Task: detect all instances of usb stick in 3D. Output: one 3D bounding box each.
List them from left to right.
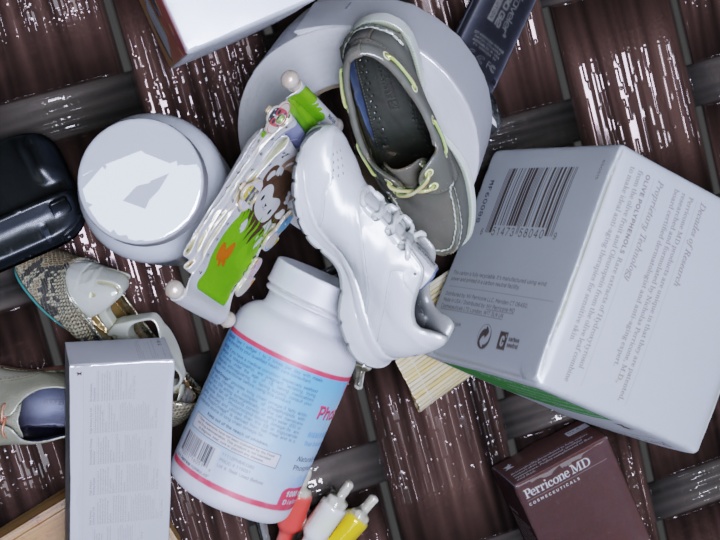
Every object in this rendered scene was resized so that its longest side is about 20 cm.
[{"bbox_3d":[0.123,-0.232,1.075,0.055,0.033,0.200,35,63,-20],"label":"usb stick"}]

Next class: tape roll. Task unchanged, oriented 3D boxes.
[{"bbox_3d":[0.004,-0.119,1.027,0.202,0.071,0.203,8,125,12],"label":"tape roll"}]

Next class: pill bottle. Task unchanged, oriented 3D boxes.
[{"bbox_3d":[-0.157,-0.062,0.976,0.114,0.200,0.115,0,89,-2],"label":"pill bottle"},{"bbox_3d":[-0.070,0.096,1.034,0.108,0.109,0.201,23,95,-14],"label":"pill bottle"}]

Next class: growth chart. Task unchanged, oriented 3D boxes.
[{"bbox_3d":[-0.077,-0.047,0.949,0.018,0.145,0.200,32,95,19],"label":"growth chart"}]

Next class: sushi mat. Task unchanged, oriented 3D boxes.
[{"bbox_3d":[0.110,0.034,1.128,0.200,0.012,0.096,-33,102,-19],"label":"sushi mat"}]

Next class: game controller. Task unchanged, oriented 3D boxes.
[{"bbox_3d":[-0.328,-0.038,1.024,0.199,0.042,0.105,-24,68,-9],"label":"game controller"}]

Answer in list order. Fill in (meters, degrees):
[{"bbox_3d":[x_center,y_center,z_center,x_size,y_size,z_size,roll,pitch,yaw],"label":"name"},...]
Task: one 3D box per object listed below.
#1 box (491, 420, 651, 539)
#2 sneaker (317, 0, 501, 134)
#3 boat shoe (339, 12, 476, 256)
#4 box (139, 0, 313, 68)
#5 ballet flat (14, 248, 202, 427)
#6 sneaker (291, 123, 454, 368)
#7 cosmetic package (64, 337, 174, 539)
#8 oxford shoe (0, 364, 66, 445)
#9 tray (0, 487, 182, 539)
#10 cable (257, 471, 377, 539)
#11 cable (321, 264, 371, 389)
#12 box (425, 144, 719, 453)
[{"bbox_3d":[0.212,0.252,1.165,0.100,0.075,0.201,-27,99,-8],"label":"box"},{"bbox_3d":[0.037,-0.172,1.089,0.200,0.074,0.079,29,119,-19],"label":"sneaker"},{"bbox_3d":[0.034,-0.091,0.955,0.072,0.060,0.202,-10,119,23],"label":"boat shoe"},{"bbox_3d":[-0.126,-0.250,0.970,0.106,0.200,0.153,-25,100,-8],"label":"box"},{"bbox_3d":[-0.199,0.046,1.051,0.075,0.068,0.200,-28,107,37],"label":"ballet flat"},{"bbox_3d":[0.013,-0.022,0.955,0.087,0.075,0.201,-9,115,33],"label":"sneaker"},{"bbox_3d":[-0.196,0.155,1.015,0.082,0.051,0.201,-2,112,-20],"label":"cosmetic package"},{"bbox_3d":[-0.301,0.112,1.037,0.199,0.074,0.071,-8,98,-11],"label":"oxford shoe"},{"bbox_3d":[-0.262,0.252,1.081,0.200,0.037,0.099,-32,102,-8],"label":"tray"},{"bbox_3d":[-0.067,0.266,1.110,0.097,0.050,0.201,25,90,-8],"label":"cable"},{"bbox_3d":[0.000,0.000,1.119,0.097,0.050,0.200,26,78,3],"label":"cable"},{"bbox_3d":[0.191,0.019,1.048,0.171,0.199,0.201,23,84,-24],"label":"box"}]
